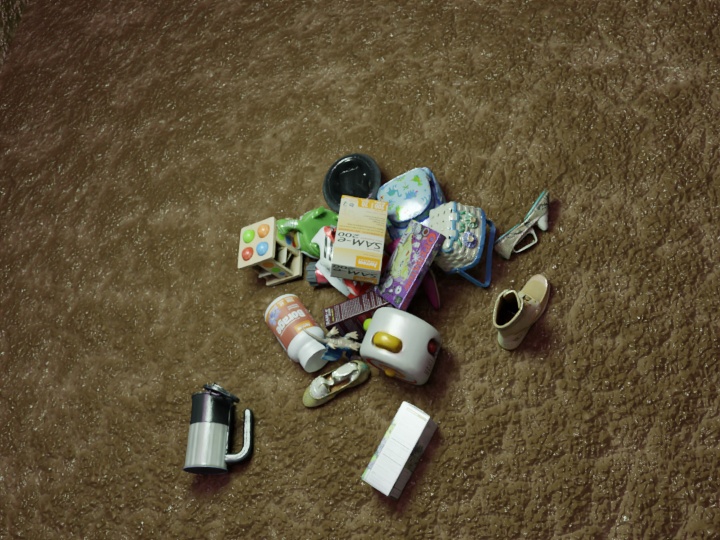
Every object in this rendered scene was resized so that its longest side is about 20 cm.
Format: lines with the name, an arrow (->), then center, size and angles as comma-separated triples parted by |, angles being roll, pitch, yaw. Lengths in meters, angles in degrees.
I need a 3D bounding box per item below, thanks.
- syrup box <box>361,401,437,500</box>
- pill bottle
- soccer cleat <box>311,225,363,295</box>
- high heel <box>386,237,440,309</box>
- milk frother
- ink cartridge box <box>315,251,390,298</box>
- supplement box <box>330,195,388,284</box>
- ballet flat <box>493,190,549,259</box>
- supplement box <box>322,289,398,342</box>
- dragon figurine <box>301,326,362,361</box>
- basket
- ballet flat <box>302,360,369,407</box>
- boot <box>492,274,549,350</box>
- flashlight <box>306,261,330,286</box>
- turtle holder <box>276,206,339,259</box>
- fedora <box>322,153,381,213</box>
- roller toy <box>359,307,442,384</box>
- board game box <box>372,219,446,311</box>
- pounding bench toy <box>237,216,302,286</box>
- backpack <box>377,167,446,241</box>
syrup box -> 0.093, 0.418, 1.480 | 0.080, 0.079, 0.202 | 23, 76, 30
pill bottle -> -0.163, 0.167, 1.690 | 0.112, 0.112, 0.200 | -41, 57, -1
soccer cleat -> -0.060, -0.018, 1.646 | 0.084, 0.068, 0.203 | -32, 78, 25
high heel -> 0.140, 0.011, 1.634 | 0.094, 0.067, 0.204 | -18, 89, 10
milk frother -> -0.374, 0.400, 1.613 | 0.176, 0.201, 0.192 | -8, 62, 14
ink cartridge box -> 0.000, 0.000, 1.682 | 0.160, 0.047, 0.200 | -46, 78, 12
supplement box -> -0.001, -0.078, 1.583 | 0.123, 0.074, 0.204 | 8, 61, -1
ballet flat -> 0.426, -0.107, 1.618 | 0.075, 0.068, 0.200 | 44, 92, 11
supplement box -> 0.013, 0.117, 1.640 | 0.196, 0.109, 0.062 | -21, 47, 11
dragon figurine -> -0.067, 0.190, 1.600 | 0.100, 0.196, 0.060 | -48, 41, 50
basket -> 0.260, -0.067, 1.586 | 0.138, 0.198, 0.180 | -14, 61, 47
ballet flat -> -0.071, 0.283, 1.623 | 0.197, 0.071, 0.072 | -26, 58, 9
boot -> 0.375, 0.073, 1.487 | 0.072, 0.156, 0.202 | 30, 79, 31
flashlight -> -0.050, 0.005, 1.755 | 0.195, 0.069, 0.068 | -6, 19, 16
turtle holder -> -0.133, -0.094, 1.774 | 0.131, 0.183, 0.144 | -10, 98, 53
fedora -> -0.014, -0.233, 1.837 | 0.196, 0.092, 0.205 | -9, 62, 18
roller toy -> 0.096, 0.188, 1.528 | 0.180, 0.200, 0.142 | 28, 74, -13
board game box -> 0.116, -0.015, 1.538 | 0.119, 0.032, 0.203 | 31, 93, 48
pounding bench toy -> -0.258, -0.088, 1.816 | 0.122, 0.155, 0.204 | -16, 59, 27
backpack -> 0.142, -0.156, 1.703 | 0.180, 0.147, 0.204 | -24, 64, 14
